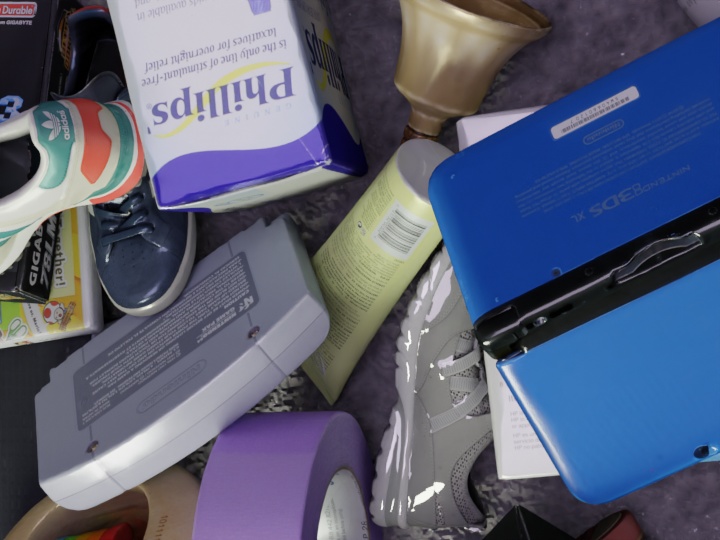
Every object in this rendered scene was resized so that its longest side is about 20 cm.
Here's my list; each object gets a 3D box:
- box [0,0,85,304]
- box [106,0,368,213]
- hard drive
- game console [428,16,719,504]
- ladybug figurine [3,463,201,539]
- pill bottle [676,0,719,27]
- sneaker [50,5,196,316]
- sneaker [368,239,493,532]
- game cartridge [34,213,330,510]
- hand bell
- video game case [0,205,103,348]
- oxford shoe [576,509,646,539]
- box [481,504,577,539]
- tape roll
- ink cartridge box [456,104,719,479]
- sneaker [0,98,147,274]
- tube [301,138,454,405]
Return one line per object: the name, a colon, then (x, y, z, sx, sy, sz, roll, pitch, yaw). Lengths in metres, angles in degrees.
box: (-0.286, -0.085, 1.053, 0.198, 0.050, 0.200, 4, 82, 16)
box: (-0.075, -0.142, 0.959, 0.104, 0.184, 0.202, -13, 90, 7)
hard drive: (-0.213, 0.132, 1.080, 0.134, 0.042, 0.202, 0, 92, 14)
game console: (0.159, -0.006, 0.842, 0.199, 0.118, 0.172, -26, 54, 13)
ladybug figurine: (-0.152, 0.187, 0.988, 0.199, 0.072, 0.137, -15, 47, 37)
pill bottle: (0.183, -0.245, 0.928, 0.112, 0.112, 0.200, -39, 84, 13)
sneaker: (-0.155, -0.072, 1.006, 0.074, 0.084, 0.202, -17, 68, 16)
sneaker: (0.062, 0.067, 1.001, 0.081, 0.075, 0.202, 11, 107, 7)
game cartridge: (-0.109, 0.056, 0.974, 0.199, 0.134, 0.041, -35, 117, 8)
hand bell: (0.036, -0.076, 1.000, 0.104, 0.104, 0.201, 24, 111, 12)
video game case: (-0.262, -0.045, 1.075, 0.181, 0.023, 0.202, -9, 77, 15)
oxford shoe: (0.110, 0.237, 0.991, 0.200, 0.070, 0.075, -42, 88, 13)
box: (0.126, 0.259, 0.909, 0.199, 0.125, 0.149, 33, 110, -23)
tape roll: (-0.038, 0.185, 0.958, 0.065, 0.200, 0.202, -2, 92, 15)
ink cartridge box: (0.148, 0.004, 0.930, 0.145, 0.146, 0.202, -6, 90, 14)
sneaker: (-0.218, -0.048, 0.931, 0.199, 0.093, 0.071, -25, 73, 32)
tube: (0.000, 0.000, 0.983, 0.052, 0.058, 0.200, 14, 138, -21)
